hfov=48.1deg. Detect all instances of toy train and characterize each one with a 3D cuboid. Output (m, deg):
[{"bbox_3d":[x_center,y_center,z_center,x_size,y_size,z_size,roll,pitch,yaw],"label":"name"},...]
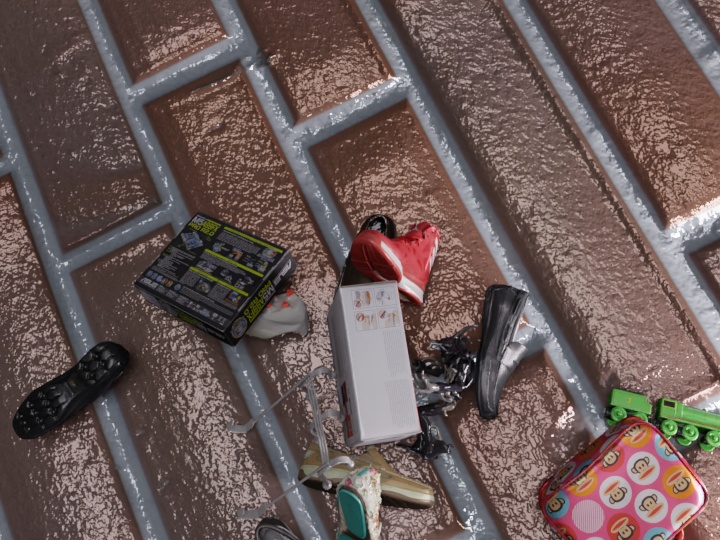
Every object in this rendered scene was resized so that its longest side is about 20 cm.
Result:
[{"bbox_3d":[0.444,0.212,1.140,0.198,0.042,0.057,13,66,10],"label":"toy train"}]

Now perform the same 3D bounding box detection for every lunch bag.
[{"bbox_3d":[0.359,0.316,1.085,0.200,0.082,0.177,-40,85,3],"label":"lunch bag"}]

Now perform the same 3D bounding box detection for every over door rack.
[{"bbox_3d":[-0.097,0.246,1.142,0.199,0.066,0.149,-34,52,26],"label":"over door rack"}]

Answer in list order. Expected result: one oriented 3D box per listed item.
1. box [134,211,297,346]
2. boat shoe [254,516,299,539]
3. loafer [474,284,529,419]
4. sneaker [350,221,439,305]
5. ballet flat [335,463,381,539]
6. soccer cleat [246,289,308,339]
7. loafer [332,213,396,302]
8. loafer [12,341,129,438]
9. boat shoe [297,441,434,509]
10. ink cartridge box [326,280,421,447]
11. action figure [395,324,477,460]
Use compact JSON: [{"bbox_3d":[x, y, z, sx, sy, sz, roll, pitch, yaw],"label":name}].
[{"bbox_3d":[-0.219,0.008,1.216,0.199,0.044,0.161,22,62,31],"label":"box"},{"bbox_3d":[-0.077,0.428,1.130,0.200,0.057,0.067,41,83,15],"label":"boat shoe"},{"bbox_3d":[0.207,0.118,1.175,0.070,0.068,0.202,5,72,16],"label":"loafer"},{"bbox_3d":[0.054,-0.038,1.176,0.078,0.200,0.116,12,70,25],"label":"sneaker"},{"bbox_3d":[0.005,0.344,1.100,0.075,0.201,0.064,24,41,24],"label":"ballet flat"},{"bbox_3d":[-0.174,0.073,1.235,0.198,0.078,0.070,-1,38,20],"label":"soccer cleat"},{"bbox_3d":[0.000,0.000,1.228,0.072,0.071,0.202,13,77,10],"label":"loafer"},{"bbox_3d":[-0.434,0.185,1.223,0.200,0.070,0.068,-39,75,0],"label":"loafer"},{"bbox_3d":[0.012,0.287,1.157,0.198,0.072,0.077,12,61,8],"label":"boat shoe"},{"bbox_3d":[0.012,0.135,1.113,0.083,0.176,0.202,-6,76,-10],"label":"ink cartridge box"},{"bbox_3d":[0.105,0.164,1.150,0.101,0.119,0.202,17,84,-7],"label":"action figure"}]
